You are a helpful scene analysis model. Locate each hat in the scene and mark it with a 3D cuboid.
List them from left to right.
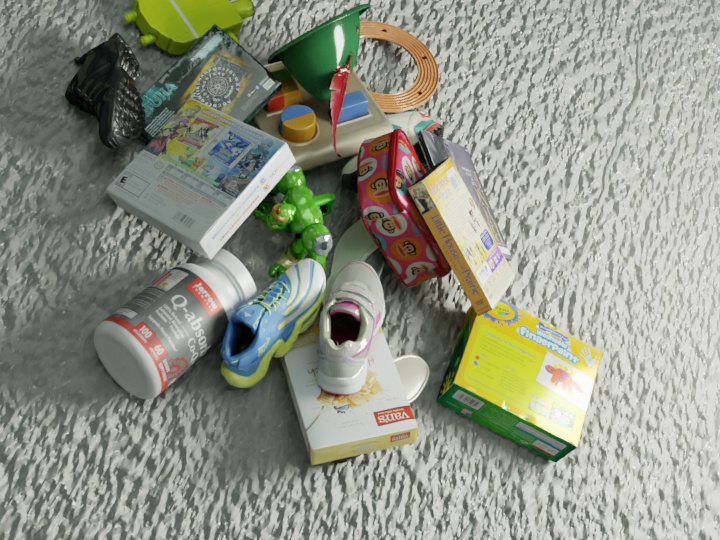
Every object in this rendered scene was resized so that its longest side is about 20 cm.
[{"bbox_3d":[-0.030,-0.266,1.740,0.199,0.165,0.177,-32,96,-28],"label":"hat"}]

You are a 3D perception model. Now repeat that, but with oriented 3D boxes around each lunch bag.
[{"bbox_3d":[0.063,-0.096,1.708,0.177,0.081,0.201,-86,151,-46],"label":"lunch bag"}]

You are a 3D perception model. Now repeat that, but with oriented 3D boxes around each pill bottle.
[{"bbox_3d":[-0.234,0.063,1.535,0.116,0.116,0.200,45,56,6],"label":"pill bottle"}]

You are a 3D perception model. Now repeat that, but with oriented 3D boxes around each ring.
[{"bbox_3d":[0.027,-0.321,1.890,0.198,0.019,0.202,7,51,-9],"label":"ring"}]

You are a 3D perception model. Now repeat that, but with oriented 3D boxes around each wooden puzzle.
[{"bbox_3d":[-0.070,-0.251,1.779,0.184,0.046,0.201,-19,60,-19],"label":"wooden puzzle"}]

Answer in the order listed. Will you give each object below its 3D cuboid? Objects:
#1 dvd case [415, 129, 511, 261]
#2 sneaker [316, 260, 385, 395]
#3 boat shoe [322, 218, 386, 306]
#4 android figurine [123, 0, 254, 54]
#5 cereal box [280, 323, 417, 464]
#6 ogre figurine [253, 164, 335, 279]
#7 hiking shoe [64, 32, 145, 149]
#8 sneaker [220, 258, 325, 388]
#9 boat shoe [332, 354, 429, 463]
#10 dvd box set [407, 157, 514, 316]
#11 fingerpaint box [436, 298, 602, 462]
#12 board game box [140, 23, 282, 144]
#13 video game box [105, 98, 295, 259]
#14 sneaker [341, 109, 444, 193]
[{"bbox_3d":[0.158,-0.110,1.802,0.148,0.016,0.202,11,55,-57],"label":"dvd case"},{"bbox_3d":[-0.010,0.059,1.562,0.080,0.089,0.201,5,50,3],"label":"sneaker"},{"bbox_3d":[0.000,0.000,1.713,0.062,0.072,0.201,61,37,-37],"label":"boat shoe"},{"bbox_3d":[-0.263,-0.396,1.819,0.199,0.041,0.183,-30,78,-33],"label":"android figurine"},{"bbox_3d":[-0.020,0.152,1.569,0.142,0.040,0.201,-11,48,-12],"label":"cereal box"},{"bbox_3d":[-0.091,-0.069,1.664,0.097,0.120,0.202,5,61,-20],"label":"ogre figurine"},{"bbox_3d":[-0.360,-0.237,1.670,0.100,0.076,0.201,-21,50,15],"label":"hiking shoe"},{"bbox_3d":[-0.113,0.059,1.549,0.075,0.105,0.201,28,74,15],"label":"sneaker"},{"bbox_3d":[0.020,0.186,1.618,0.067,0.057,0.200,45,51,1],"label":"boat shoe"},{"bbox_3d":[0.143,-0.050,1.665,0.201,0.029,0.146,60,25,-7],"label":"dvd box set"},{"bbox_3d":[0.228,0.151,1.704,0.199,0.073,0.168,27,56,-6],"label":"fingerpaint box"},{"bbox_3d":[-0.228,-0.243,1.721,0.135,0.028,0.200,42,74,4],"label":"board game box"},{"bbox_3d":[-0.216,-0.128,1.605,0.199,0.047,0.183,28,72,34],"label":"video game box"},{"bbox_3d":[0.032,-0.188,1.823,0.199,0.071,0.093,-32,57,-28],"label":"sneaker"}]
